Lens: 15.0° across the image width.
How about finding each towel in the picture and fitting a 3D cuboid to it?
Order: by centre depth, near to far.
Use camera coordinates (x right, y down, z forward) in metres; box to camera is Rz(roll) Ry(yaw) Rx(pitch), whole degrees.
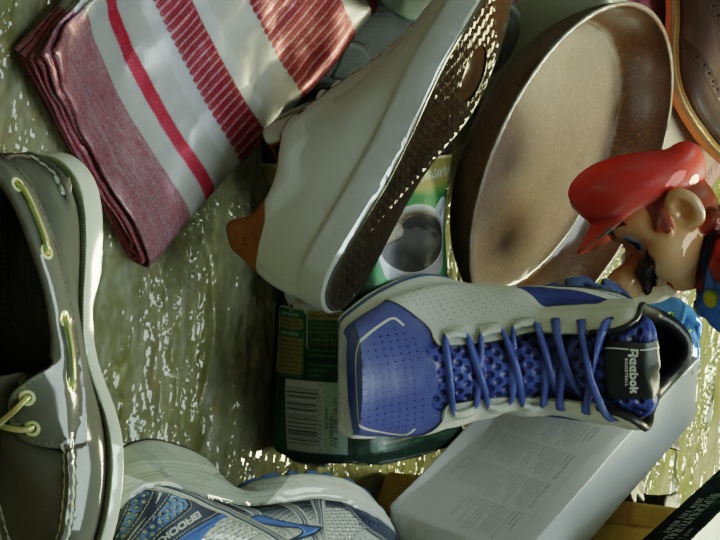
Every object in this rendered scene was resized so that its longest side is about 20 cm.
[{"bbox_3d":[-0.074,-0.118,1.357,0.200,0.023,0.144,-49,134,-25],"label":"towel"}]

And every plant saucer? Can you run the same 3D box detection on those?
[{"bbox_3d":[0.109,-0.061,1.539,0.200,0.034,0.201,-36,139,-39],"label":"plant saucer"}]

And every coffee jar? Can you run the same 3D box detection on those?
[{"bbox_3d":[0.000,0.000,1.468,0.104,0.085,0.201,-8,99,-46],"label":"coffee jar"}]

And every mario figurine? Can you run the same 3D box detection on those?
[{"bbox_3d":[0.193,0.017,1.514,0.106,0.200,0.124,-46,172,-43],"label":"mario figurine"}]

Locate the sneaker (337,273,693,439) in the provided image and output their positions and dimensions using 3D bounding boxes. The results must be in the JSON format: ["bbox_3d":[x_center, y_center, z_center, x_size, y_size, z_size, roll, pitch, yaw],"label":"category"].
[{"bbox_3d":[0.093,0.042,1.409,0.199,0.115,0.081,-7,98,-29],"label":"sneaker"}]

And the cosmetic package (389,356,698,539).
[{"bbox_3d":[0.103,0.105,1.485,0.200,0.082,0.051,-42,139,-43],"label":"cosmetic package"}]

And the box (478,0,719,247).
[{"bbox_3d":[0.144,-0.129,1.674,0.128,0.109,0.200,-50,133,-45],"label":"box"}]

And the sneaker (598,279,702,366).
[{"bbox_3d":[0.148,0.042,1.694,0.200,0.105,0.076,-21,110,-56],"label":"sneaker"}]

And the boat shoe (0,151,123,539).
[{"bbox_3d":[-0.153,0.046,1.242,0.060,0.072,0.202,0,85,-57],"label":"boat shoe"}]

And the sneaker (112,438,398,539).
[{"bbox_3d":[-0.052,0.149,1.359,0.200,0.077,0.085,14,36,-41],"label":"sneaker"}]

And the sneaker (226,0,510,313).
[{"bbox_3d":[0.000,-0.081,1.374,0.200,0.085,0.073,-57,156,-16],"label":"sneaker"}]

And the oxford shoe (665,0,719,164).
[{"bbox_3d":[0.222,-0.145,1.625,0.071,0.073,0.200,-57,137,-41],"label":"oxford shoe"}]

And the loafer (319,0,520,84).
[{"bbox_3d":[0.001,-0.143,1.496,0.200,0.063,0.072,5,116,-44],"label":"loafer"}]

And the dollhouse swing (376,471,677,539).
[{"bbox_3d":[0.108,0.217,1.550,0.182,0.199,0.176,23,74,-57],"label":"dollhouse swing"}]

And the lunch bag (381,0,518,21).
[{"bbox_3d":[0.037,-0.232,1.462,0.160,0.077,0.200,-15,77,-57],"label":"lunch bag"}]

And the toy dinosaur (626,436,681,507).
[{"bbox_3d":[0.135,0.124,1.698,0.200,0.102,0.077,-1,82,-48],"label":"toy dinosaur"}]

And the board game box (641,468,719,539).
[{"bbox_3d":[0.213,0.172,1.497,0.200,0.028,0.136,-32,120,-52],"label":"board game box"}]
